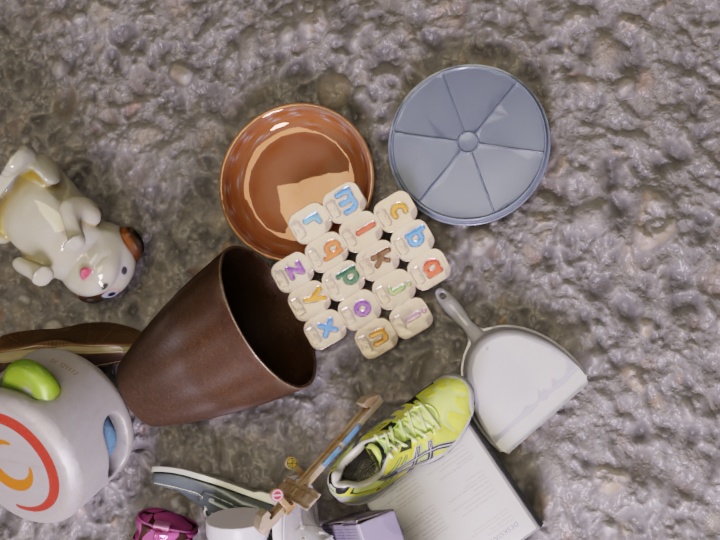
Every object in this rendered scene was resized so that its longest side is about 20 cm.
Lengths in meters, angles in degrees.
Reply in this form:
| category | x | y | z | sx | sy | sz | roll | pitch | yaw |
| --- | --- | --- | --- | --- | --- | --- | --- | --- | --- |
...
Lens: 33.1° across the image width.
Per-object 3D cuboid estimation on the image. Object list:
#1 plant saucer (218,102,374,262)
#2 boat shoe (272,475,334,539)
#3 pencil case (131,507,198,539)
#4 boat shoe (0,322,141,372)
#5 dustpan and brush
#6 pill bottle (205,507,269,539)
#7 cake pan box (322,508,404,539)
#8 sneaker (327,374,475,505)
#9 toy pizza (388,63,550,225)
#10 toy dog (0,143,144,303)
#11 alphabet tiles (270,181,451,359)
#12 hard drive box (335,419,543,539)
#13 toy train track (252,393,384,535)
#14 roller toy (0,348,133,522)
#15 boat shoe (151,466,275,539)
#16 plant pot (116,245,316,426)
| category | x | y | z | sx | sy | sz | roll | pitch | yaw |
| --- | --- | --- | --- | --- | --- | --- | --- | --- | --- |
| plant saucer | -0.077 | -0.107 | 1.513 | 0.198 | 0.037 | 0.202 | -2 | 81 | 11 |
| boat shoe | -0.058 | 0.326 | 1.363 | 0.068 | 0.072 | 0.202 | -15 | 53 | 25 |
| pencil case | -0.263 | 0.386 | 1.449 | 0.090 | 0.094 | 0.202 | 18 | 85 | 16 |
| boat shoe | -0.364 | 0.114 | 1.530 | 0.198 | 0.072 | 0.073 | -5 | 111 | 2 |
| dustpan and brush | 0.155 | 0.097 | 1.436 | 0.139 | 0.057 | 0.200 | -41 | 83 | 2 |
| pill bottle | -0.138 | 0.381 | 1.396 | 0.103 | 0.104 | 0.202 | 0 | 98 | 11 |
| cake pan box | 0.023 | 0.358 | 1.338 | 0.052 | 0.200 | 0.186 | -19 | 82 | -16 |
| sneaker | 0.048 | 0.192 | 1.346 | 0.200 | 0.076 | 0.075 | -42 | 75 | 2 |
| toy pizza | 0.132 | -0.152 | 1.481 | 0.198 | 0.032 | 0.202 | -2 | 80 | 11 |
| toy dog | -0.371 | -0.042 | 1.507 | 0.200 | 0.194 | 0.140 | 41 | 93 | -9 |
| alphabet tiles | 0.000 | 0.000 | 1.464 | 0.195 | 0.015 | 0.201 | -31 | 89 | 8 |
| hard drive box | 0.092 | 0.255 | 1.407 | 0.155 | 0.077 | 0.201 | -35 | 77 | 5 |
| toy train track | -0.052 | 0.206 | 1.346 | 0.200 | 0.115 | 0.033 | -46 | 105 | -16 |
| roller toy | -0.372 | 0.194 | 1.451 | 0.199 | 0.140 | 0.183 | -34 | 97 | 38 |
| boat shoe | -0.164 | 0.282 | 1.456 | 0.198 | 0.073 | 0.062 | 15 | 81 | 8 |
| plant pot | -0.186 | 0.101 | 1.444 | 0.199 | 0.187 | 0.188 | -31 | 77 | 18 |
